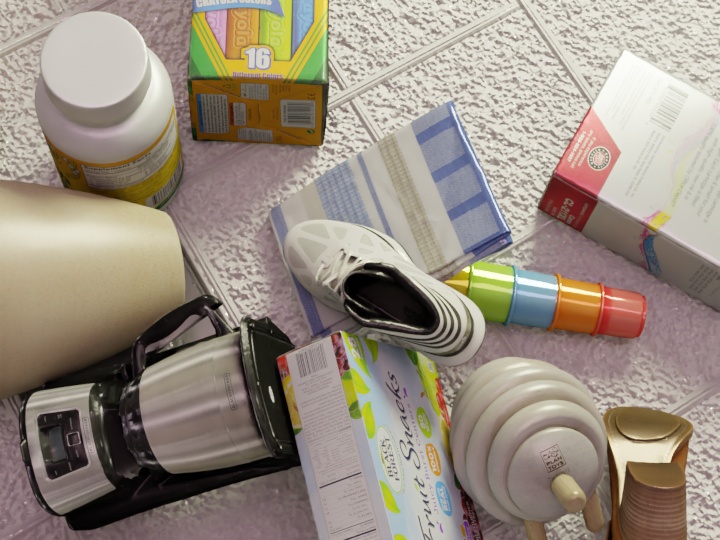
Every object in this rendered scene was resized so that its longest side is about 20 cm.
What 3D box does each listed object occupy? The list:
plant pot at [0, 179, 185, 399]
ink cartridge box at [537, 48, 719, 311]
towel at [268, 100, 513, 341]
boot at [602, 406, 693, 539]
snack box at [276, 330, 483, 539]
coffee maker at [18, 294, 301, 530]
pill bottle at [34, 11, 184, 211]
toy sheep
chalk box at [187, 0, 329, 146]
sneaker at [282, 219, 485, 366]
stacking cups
[{"bbox_3d":[-0.249,0.010,1.052,0.197,0.187,0.190,-6,70,-23],"label":"plant pot"},{"bbox_3d":[0.279,-0.077,1.153,0.198,0.083,0.147,30,71,7],"label":"ink cartridge box"},{"bbox_3d":[0.021,-0.036,1.105,0.198,0.024,0.148,-30,64,16],"label":"towel"},{"bbox_3d":[0.228,0.205,1.042,0.075,0.200,0.158,3,107,2],"label":"boot"},{"bbox_3d":[0.023,0.160,1.005,0.067,0.168,0.203,-24,69,23],"label":"snack box"},{"bbox_3d":[-0.140,0.130,1.022,0.197,0.193,0.136,-17,54,12],"label":"coffee maker"},{"bbox_3d":[-0.207,-0.124,1.077,0.111,0.200,0.115,1,70,-3],"label":"pill bottle"},{"bbox_3d":[0.134,0.139,1.020,0.136,0.200,0.140,-5,107,-18],"label":"toy sheep"},{"bbox_3d":[-0.089,-0.230,1.164,0.122,0.125,0.203,1,69,-3],"label":"chalk box"},{"bbox_3d":[0.000,0.000,1.024,0.199,0.115,0.076,29,88,31],"label":"sneaker"},{"bbox_3d":[0.147,0.020,1.125,0.196,0.061,0.061,7,70,-4],"label":"stacking cups"}]
